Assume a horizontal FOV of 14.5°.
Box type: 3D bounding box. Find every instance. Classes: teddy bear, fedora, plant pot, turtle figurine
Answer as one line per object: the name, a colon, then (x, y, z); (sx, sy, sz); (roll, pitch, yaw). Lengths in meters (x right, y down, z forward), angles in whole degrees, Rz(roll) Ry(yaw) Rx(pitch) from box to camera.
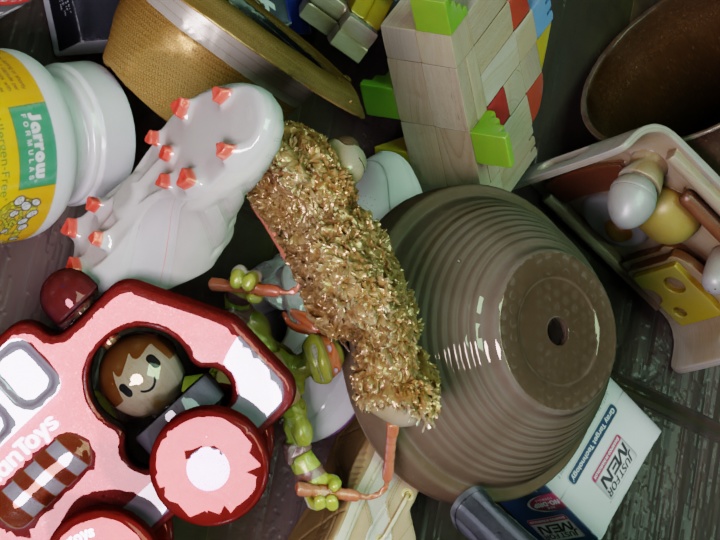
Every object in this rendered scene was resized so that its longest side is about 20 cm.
teddy bear: (0.000, 0.000, 1.621); (0.200, 0.067, 0.145); (66, 13, 7)
fedora: (-0.092, -0.127, 1.670); (0.201, 0.201, 0.082); (34, 97, -25)
plant pot: (0.092, 0.043, 1.740); (0.201, 0.093, 0.201); (6, 80, -39)
plant pot: (0.281, -0.078, 1.960); (0.200, 0.187, 0.187); (55, 52, -31)
turtle figurine: (-0.077, 0.066, 1.677); (0.161, 0.064, 0.200); (-24, 109, -5)

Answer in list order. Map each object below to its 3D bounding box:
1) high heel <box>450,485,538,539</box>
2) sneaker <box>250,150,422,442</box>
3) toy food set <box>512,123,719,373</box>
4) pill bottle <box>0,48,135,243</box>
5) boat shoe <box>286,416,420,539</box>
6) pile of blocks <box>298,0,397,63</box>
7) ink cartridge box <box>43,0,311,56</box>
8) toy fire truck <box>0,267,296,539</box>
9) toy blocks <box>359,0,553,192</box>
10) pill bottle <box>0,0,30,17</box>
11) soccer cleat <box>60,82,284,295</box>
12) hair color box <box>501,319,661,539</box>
high heel: (0.129, 0.227, 1.747); (0.071, 0.143, 0.200); (-41, 143, -8)
sneaker: (-0.020, 0.002, 1.764); (0.100, 0.075, 0.200); (34, 61, -27)
toy food set: (0.196, -0.009, 1.884); (0.200, 0.143, 0.060); (43, 56, -20)
pill bottle: (-0.232, -0.066, 1.601); (0.200, 0.113, 0.113); (-11, 85, -39)
boat shoe: (0.004, 0.159, 1.743); (0.069, 0.074, 0.200); (36, 59, -17)
pile of blocks: (0.011, -0.224, 1.827); (0.062, 0.082, 0.200); (33, 50, -13)
ink cartridge box: (-0.110, -0.192, 1.771); (0.200, 0.039, 0.099); (-10, 84, -38)
toy fire truck: (-0.145, 0.092, 1.589); (0.200, 0.112, 0.168); (-44, 95, 5)
toy blocks: (0.078, -0.134, 1.834); (0.137, 0.100, 0.200); (-54, 144, -39)
pill bottle: (-0.215, -0.202, 1.592); (0.116, 0.200, 0.116); (10, 73, -34)
soccer cleat: (-0.092, -0.043, 1.579); (0.078, 0.200, 0.069); (15, 55, -32)
hair color box: (0.096, 0.079, 1.839); (0.200, 0.061, 0.100); (45, 57, -18)
